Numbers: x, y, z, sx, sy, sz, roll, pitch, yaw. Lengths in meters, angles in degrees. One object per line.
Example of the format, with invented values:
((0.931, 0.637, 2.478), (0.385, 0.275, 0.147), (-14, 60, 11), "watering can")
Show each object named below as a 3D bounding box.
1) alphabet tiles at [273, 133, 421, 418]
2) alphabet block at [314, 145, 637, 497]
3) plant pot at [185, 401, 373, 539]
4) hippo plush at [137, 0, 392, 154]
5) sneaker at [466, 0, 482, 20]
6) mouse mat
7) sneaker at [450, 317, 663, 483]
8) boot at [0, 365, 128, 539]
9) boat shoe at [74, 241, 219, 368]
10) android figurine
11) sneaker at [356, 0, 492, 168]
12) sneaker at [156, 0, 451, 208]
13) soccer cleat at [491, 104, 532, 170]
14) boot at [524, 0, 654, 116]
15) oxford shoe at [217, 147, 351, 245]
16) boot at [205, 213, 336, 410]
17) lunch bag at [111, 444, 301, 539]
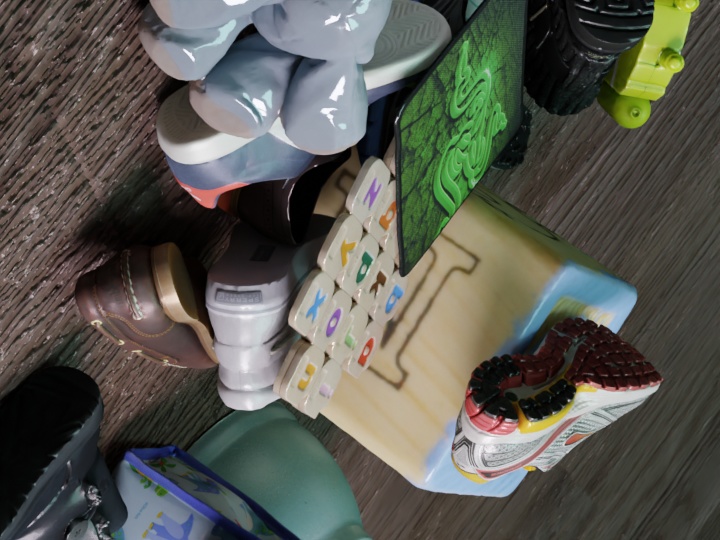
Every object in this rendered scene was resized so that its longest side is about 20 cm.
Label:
((0.000, 0.000, 1.510), (0.200, 0.015, 0.196), (-64, 162, -5), "alphabet tiles")
((0.056, 0.034, 1.707), (0.197, 0.200, 0.195), (-57, 157, 6), "alphabet block")
((-0.073, 0.222, 1.795), (0.200, 0.134, 0.200), (-42, 154, -26), "plant pot")
((-0.038, -0.189, 1.357), (0.200, 0.159, 0.161), (120, -12, -49), "hippo plush")
((0.062, -0.202, 1.568), (0.080, 0.070, 0.200), (-45, 156, -14), "sneaker")
((0.068, -0.100, 1.522), (0.161, 0.008, 0.200), (-52, 160, -25), "mouse mat")
((0.132, 0.092, 1.598), (0.200, 0.078, 0.082), (-15, 139, -43), "sneaker")
((-0.231, 0.178, 1.505), (0.200, 0.076, 0.168), (-48, 153, -31), "boot")
((-0.134, 0.026, 1.510), (0.070, 0.070, 0.200), (-17, 162, 6), "boat shoe")
((0.216, -0.200, 1.741), (0.200, 0.041, 0.182), (-120, -139, -72), "android figurine")
((0.043, -0.137, 1.526), (0.083, 0.071, 0.200), (8, 120, -17), "sneaker")
((-0.032, -0.104, 1.457), (0.200, 0.075, 0.085), (-23, 140, -9), "sneaker")
((0.056, -0.111, 1.676), (0.200, 0.073, 0.068), (6, 97, -62), "soccer cleat")
((0.168, -0.233, 1.702), (0.158, 0.079, 0.211), (124, -23, -74), "boot")
((-0.025, -0.111, 1.518), (0.071, 0.073, 0.200), (-14, 134, -56), "oxford shoe")
((-0.061, 0.027, 1.558), (0.200, 0.073, 0.096), (-47, 141, -67), "boot")
((-0.120, 0.248, 1.645), (0.170, 0.200, 0.127), (-57, 166, 7), "lunch bag")
